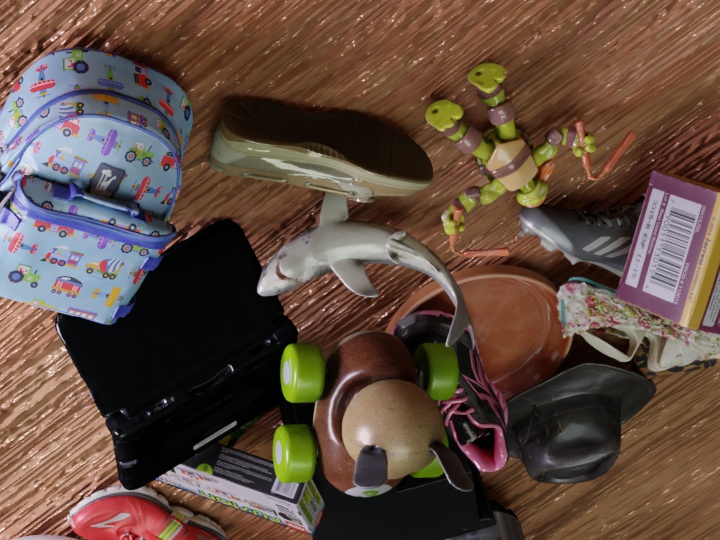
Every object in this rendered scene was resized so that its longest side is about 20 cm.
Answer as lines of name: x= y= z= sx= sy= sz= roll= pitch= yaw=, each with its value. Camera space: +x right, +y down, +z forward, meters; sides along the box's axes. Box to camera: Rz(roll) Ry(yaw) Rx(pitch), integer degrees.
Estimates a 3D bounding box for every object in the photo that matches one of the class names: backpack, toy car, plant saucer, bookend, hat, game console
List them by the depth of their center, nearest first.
backpack: x=-0.230 y=-0.077 z=1.441 sx=0.181 sy=0.135 sz=0.201 roll=21 pitch=122 yaw=-31
toy car: x=0.025 y=0.158 z=1.547 sx=0.162 sy=0.200 sz=0.160 roll=0 pitch=110 yaw=-18
game console: x=-0.168 y=0.081 z=1.600 sx=0.199 sy=0.117 sz=0.177 roll=-30 pitch=152 yaw=-20
plant saucer: x=0.117 y=0.069 z=1.740 sx=0.198 sy=0.033 sz=0.202 roll=-8 pitch=133 yaw=-8
bookend: x=0.028 y=0.199 z=1.797 sx=0.196 sy=0.093 sz=0.201 roll=-15 pitch=133 yaw=-2
hat: x=0.225 y=0.179 z=1.810 sx=0.198 sy=0.082 sz=0.201 roll=-8 pitch=148 yaw=-5

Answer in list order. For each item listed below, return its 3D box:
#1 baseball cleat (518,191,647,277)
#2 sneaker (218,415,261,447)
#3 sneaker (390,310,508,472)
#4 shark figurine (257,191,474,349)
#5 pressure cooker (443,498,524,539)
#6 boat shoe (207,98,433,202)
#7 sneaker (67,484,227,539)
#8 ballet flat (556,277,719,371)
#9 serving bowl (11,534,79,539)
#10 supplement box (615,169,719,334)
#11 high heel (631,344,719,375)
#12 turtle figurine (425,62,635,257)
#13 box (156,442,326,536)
baseball cleat: x=0.243 y=-0.047 z=1.652 sx=0.199 sy=0.070 sz=0.107 roll=21 pitch=111 yaw=-36
sneaker: x=-0.160 y=0.088 z=1.667 sx=0.085 sy=0.078 sz=0.200 roll=-41 pitch=132 yaw=-1
sneaker: x=0.096 y=0.124 z=1.694 sx=0.078 sy=0.096 sz=0.201 roll=-27 pitch=126 yaw=15
shark figurine: x=0.021 y=-0.008 z=1.604 sx=0.212 sy=0.130 sz=0.090 roll=16 pitch=171 yaw=-2
pressure cooker: x=0.114 y=0.374 z=1.892 sx=0.174 sy=0.202 sz=0.179 roll=-21 pitch=148 yaw=9
boat shoe: x=-0.034 y=-0.098 z=1.518 sx=0.198 sy=0.074 sz=0.063 roll=9 pitch=137 yaw=-18
sneaker: x=-0.218 y=0.291 z=1.823 sx=0.199 sy=0.085 sz=0.077 roll=23 pitch=123 yaw=-31
ballet flat: x=0.280 y=0.064 z=1.703 sx=0.198 sy=0.065 sz=0.076 roll=17 pitch=165 yaw=-14
serving bowl: x=-0.349 y=0.350 z=1.859 sx=0.197 sy=0.066 sz=0.202 roll=-8 pitch=134 yaw=-8
supplement box: x=0.357 y=-0.009 z=1.625 sx=0.198 sy=0.103 sz=0.132 roll=11 pitch=98 yaw=-37
high heel: x=0.387 y=0.095 z=1.803 sx=0.199 sy=0.072 sz=0.143 roll=35 pitch=113 yaw=-21
turtle figurine: x=0.138 y=-0.113 z=1.551 sx=0.199 sy=0.065 sz=0.162 roll=-32 pitch=127 yaw=10
box: x=-0.138 y=0.203 z=1.703 sx=0.198 sy=0.035 sz=0.110 roll=17 pitch=159 yaw=15
